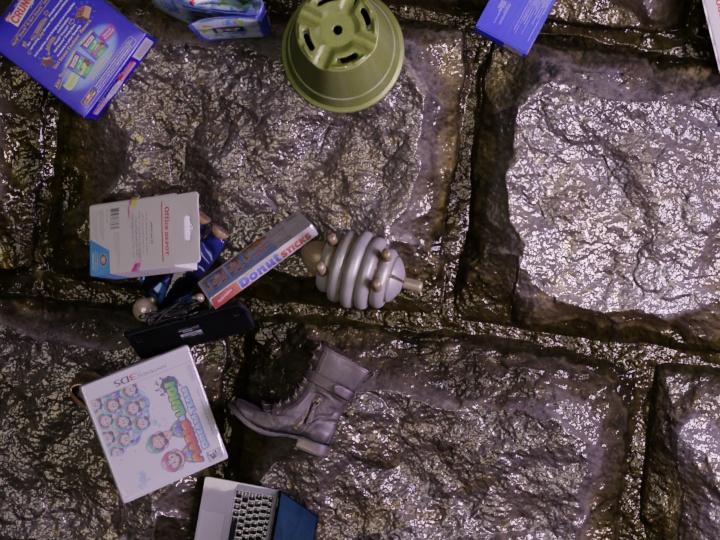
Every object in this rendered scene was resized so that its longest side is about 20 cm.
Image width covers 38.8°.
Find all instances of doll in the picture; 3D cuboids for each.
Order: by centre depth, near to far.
[{"bbox_3d":[-0.301,-0.002,1.652,0.136,0.048,0.200,37,97,0],"label":"doll"}]

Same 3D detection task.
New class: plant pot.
[{"bbox_3d":[-0.030,-0.351,1.559,0.200,0.190,0.201,0,92,1],"label":"plant pot"}]

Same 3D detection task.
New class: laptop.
[{"bbox_3d":[-0.177,0.449,1.637,0.200,0.116,0.188,11,92,1],"label":"laptop"}]

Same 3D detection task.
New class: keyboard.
[{"bbox_3d":[-0.278,0.080,1.649,0.200,0.104,0.040,-15,51,1],"label":"keyboard"}]

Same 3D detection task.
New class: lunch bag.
[{"bbox_3d":[-0.231,-0.424,1.570,0.200,0.170,0.128,26,93,-2],"label":"lunch bag"}]

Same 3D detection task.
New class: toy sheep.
[{"bbox_3d":[0.000,0.000,1.603,0.200,0.138,0.138,21,93,9],"label":"toy sheep"}]

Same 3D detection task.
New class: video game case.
[{"bbox_3d":[-0.328,0.244,1.637,0.182,0.024,0.200,-21,97,-21],"label":"video game case"}]

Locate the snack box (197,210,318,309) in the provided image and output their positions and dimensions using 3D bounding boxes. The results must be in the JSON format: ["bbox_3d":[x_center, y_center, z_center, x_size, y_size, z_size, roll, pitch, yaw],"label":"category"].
[{"bbox_3d":[-0.163,-0.019,1.621,0.200,0.072,0.024,-37,122,-6],"label":"snack box"}]

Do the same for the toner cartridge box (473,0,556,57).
[{"bbox_3d":[0.268,-0.449,1.619,0.095,0.043,0.200,29,93,-1],"label":"toner cartridge box"}]

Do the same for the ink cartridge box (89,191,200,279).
[{"bbox_3d":[-0.323,-0.053,1.602,0.200,0.068,0.115,-6,82,22],"label":"ink cartridge box"}]

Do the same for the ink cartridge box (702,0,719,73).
[{"bbox_3d":[0.637,-0.391,1.560,0.200,0.084,0.145,-14,92,25],"label":"ink cartridge box"}]

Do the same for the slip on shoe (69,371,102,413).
[{"bbox_3d":[-0.383,0.234,1.659,0.200,0.061,0.076,37,93,0],"label":"slip on shoe"}]

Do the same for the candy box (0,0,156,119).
[{"bbox_3d":[-0.458,-0.366,1.625,0.200,0.077,0.169,39,94,-2],"label":"candy box"}]

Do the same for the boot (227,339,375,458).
[{"bbox_3d":[-0.096,0.193,1.656,0.200,0.069,0.174,23,88,-4],"label":"boot"}]
